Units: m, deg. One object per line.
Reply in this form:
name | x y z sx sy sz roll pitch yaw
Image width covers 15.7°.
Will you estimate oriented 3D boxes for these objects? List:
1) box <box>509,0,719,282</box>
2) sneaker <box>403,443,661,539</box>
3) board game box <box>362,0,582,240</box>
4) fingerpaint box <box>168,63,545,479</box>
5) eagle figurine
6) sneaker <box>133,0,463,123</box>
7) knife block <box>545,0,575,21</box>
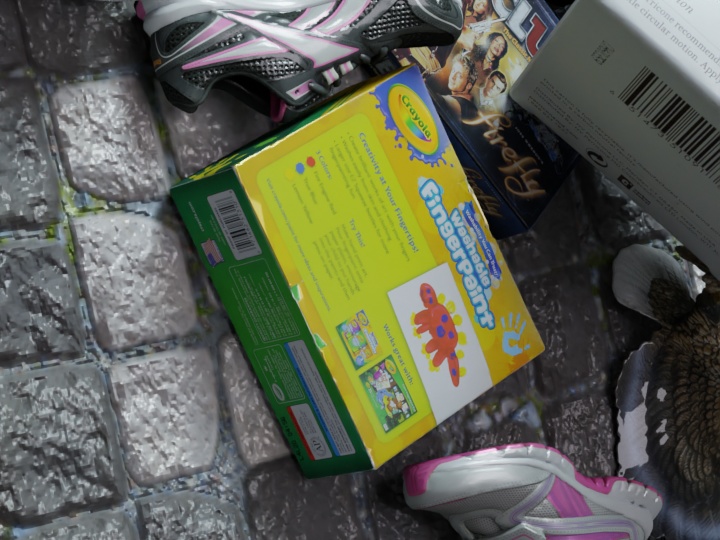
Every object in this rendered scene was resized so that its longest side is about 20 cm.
box | 0.224 -0.119 1.619 0.199 0.200 0.131 42 72 2
sneaker | 0.109 0.164 1.625 0.200 0.081 0.088 19 67 -35
board game box | 0.074 -0.140 1.704 0.200 0.035 0.136 51 53 -19
fingerpaint box | 0.000 0.000 1.586 0.167 0.073 0.200 -33 102 -38
eagle figurine | 0.246 0.080 1.759 0.152 0.151 0.200 0 115 -1
sneaker | -0.035 -0.131 1.568 0.200 0.080 0.086 -5 81 -15
knife block | 0.197 -0.213 1.803 0.200 0.064 0.176 -37 105 -38
